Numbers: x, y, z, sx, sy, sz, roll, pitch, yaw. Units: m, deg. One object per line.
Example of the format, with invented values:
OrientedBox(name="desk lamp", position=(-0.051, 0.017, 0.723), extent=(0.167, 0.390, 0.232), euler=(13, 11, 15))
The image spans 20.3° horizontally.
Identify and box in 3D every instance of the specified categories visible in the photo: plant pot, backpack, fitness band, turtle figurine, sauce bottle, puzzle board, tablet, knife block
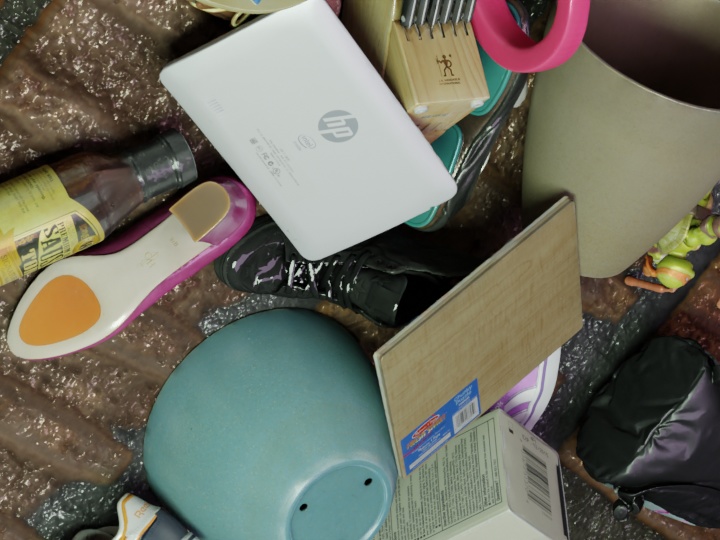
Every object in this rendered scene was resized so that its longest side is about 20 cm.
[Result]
OrientedBox(name="plant pot", position=(-0.049, 0.149, 1.536), extent=(0.199, 0.135, 0.201), euler=(-16, 125, -24))
OrientedBox(name="backpack", position=(0.296, 0.145, 1.767), extent=(0.200, 0.127, 0.167), euler=(29, 111, -42))
OrientedBox(name="fitness band", position=(0.108, -0.237, 1.380), extent=(0.037, 0.143, 0.201), euler=(-13, 88, -29))
OrientedBox(name="turtle figurine", position=(0.262, -0.052, 1.632), extent=(0.064, 0.200, 0.162), euler=(17, 82, -14))
OrientedBox(name="plant pot", position=(0.200, -0.099, 1.540), extent=(0.186, 0.188, 0.201), euler=(-3, 133, -32))
OrientedBox(name="sauce bottle", position=(-0.206, -0.041, 1.365), extent=(0.199, 0.066, 0.066), euler=(-26, 128, -16))
OrientedBox(name="puzzle board", position=(0.091, 0.050, 1.508), extent=(0.200, 0.017, 0.151), euler=(-38, 144, -22))
OrientedBox(name="tablet", position=(-0.033, -0.095, 1.390), extent=(0.130, 0.014, 0.200), euler=(-24, 128, 19))
OrientedBox(name="knife block", position=(0.024, -0.184, 1.445), extent=(0.064, 0.177, 0.200), euler=(-7, 165, -29))

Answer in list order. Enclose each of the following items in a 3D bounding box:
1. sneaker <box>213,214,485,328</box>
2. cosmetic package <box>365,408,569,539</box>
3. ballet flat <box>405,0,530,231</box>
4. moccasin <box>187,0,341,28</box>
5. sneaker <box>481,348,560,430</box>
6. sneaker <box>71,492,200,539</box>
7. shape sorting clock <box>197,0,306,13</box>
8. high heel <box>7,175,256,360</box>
OrientedBox(name="sneaker", position=(-0.001, 0.003, 1.499), extent=(0.199, 0.104, 0.060), euler=(-4, 119, -32))
OrientedBox(name="cosmetic package", position=(0.060, 0.206, 1.603), extent=(0.199, 0.104, 0.087), euler=(-29, 133, 28))
OrientedBox(name="ballet flat", position=(0.083, -0.121, 1.511), extent=(0.068, 0.068, 0.201), euler=(-14, 137, -53))
OrientedBox(name="moccasin", position=(-0.090, -0.203, 1.334), extent=(0.201, 0.078, 0.074), euler=(28, 104, -41))
OrientedBox(name="sneaker", position=(0.088, 0.103, 1.642), extent=(0.114, 0.073, 0.202), euler=(6, 113, -32))
OrientedBox(name="sneaker", position=(-0.208, 0.250, 1.535), extent=(0.079, 0.078, 0.200), euler=(43, 107, 1))
OrientedBox(name="shape sorting clock", position=(-0.079, -0.262, 1.283), extent=(0.199, 0.039, 0.201), euler=(6, 76, -26))
OrientedBox(name="high heel", position=(-0.161, -0.001, 1.438), extent=(0.200, 0.067, 0.096), euler=(-41, 173, 8))
